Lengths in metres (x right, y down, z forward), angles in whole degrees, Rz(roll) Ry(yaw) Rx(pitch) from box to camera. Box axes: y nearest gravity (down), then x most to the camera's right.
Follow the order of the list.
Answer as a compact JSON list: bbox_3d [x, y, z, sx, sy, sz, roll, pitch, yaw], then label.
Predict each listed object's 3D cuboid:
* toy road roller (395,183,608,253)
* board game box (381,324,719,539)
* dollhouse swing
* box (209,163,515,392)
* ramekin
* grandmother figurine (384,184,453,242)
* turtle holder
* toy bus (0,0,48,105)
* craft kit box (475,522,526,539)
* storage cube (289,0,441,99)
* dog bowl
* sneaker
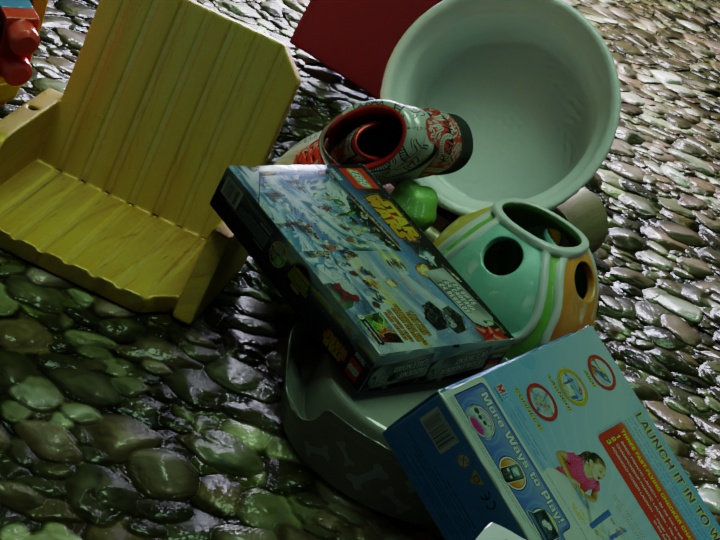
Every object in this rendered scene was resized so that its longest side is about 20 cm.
[{"bbox_3d":[0.142,-0.103,1.529,0.200,0.146,0.123,33,28,20],"label":"toy road roller"},{"bbox_3d":[0.135,0.150,1.058,0.196,0.056,0.200,-17,72,-53],"label":"board game box"},{"bbox_3d":[-0.164,-0.100,1.250,0.200,0.176,0.182,26,26,4],"label":"dollhouse swing"},{"bbox_3d":[0.000,0.000,1.186,0.137,0.040,0.200,-4,44,-43],"label":"box"},{"bbox_3d":[0.122,-0.135,1.425,0.200,0.201,0.098,28,-2,10],"label":"ramekin"},{"bbox_3d":[0.071,-0.023,1.427,0.200,0.061,0.121,35,20,19],"label":"grandmother figurine"},{"bbox_3d":[0.107,0.007,1.309,0.141,0.132,0.186,3,32,-33],"label":"turtle holder"},{"bbox_3d":[-0.309,-0.196,1.307,0.136,0.200,0.192,-3,45,-33],"label":"toy bus"},{"bbox_3d":[0.006,0.235,0.721,0.049,0.200,0.198,29,26,16],"label":"craft kit box"},{"bbox_3d":[0.064,-0.279,1.756,0.180,0.200,0.171,34,27,7],"label":"storage cube"},{"bbox_3d":[0.035,0.101,1.158,0.200,0.059,0.200,17,27,-9],"label":"dog bowl"},{"bbox_3d":[-0.019,-0.093,1.348,0.201,0.067,0.108,-11,-9,32],"label":"sneaker"}]
